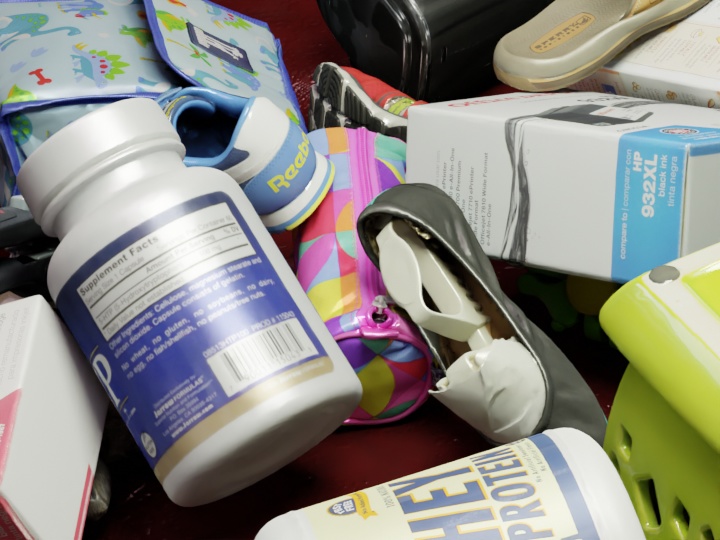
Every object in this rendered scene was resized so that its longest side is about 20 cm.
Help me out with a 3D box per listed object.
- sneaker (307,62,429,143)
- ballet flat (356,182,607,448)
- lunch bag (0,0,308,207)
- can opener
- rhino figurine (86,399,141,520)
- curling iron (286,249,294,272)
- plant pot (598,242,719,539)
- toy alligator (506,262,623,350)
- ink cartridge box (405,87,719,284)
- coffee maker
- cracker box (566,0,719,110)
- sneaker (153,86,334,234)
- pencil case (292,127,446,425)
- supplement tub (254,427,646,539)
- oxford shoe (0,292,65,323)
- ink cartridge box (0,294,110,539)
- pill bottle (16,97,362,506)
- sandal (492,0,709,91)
[{"bbox_3d":[0.034,-0.077,1.679,0.085,0.077,0.200,-5,25,-33],"label":"sneaker"},{"bbox_3d":[0.057,0.039,1.426,0.068,0.068,0.200,-5,53,-52],"label":"ballet flat"},{"bbox_3d":[-0.141,-0.109,1.726,0.200,0.128,0.170,-4,32,-10],"label":"lunch bag"},{"bbox_3d":[-0.201,-0.010,1.493,0.079,0.063,0.200,-8,0,27],"label":"can opener"},{"bbox_3d":[-0.137,0.079,1.499,0.087,0.060,0.200,7,44,25],"label":"rhino figurine"},{"bbox_3d":[-0.047,-0.003,1.618,0.200,0.026,0.050,-18,37,-9],"label":"curling iron"},{"bbox_3d":[0.233,0.082,1.274,0.200,0.182,0.199,-20,35,-14],"label":"plant pot"},{"bbox_3d":[0.133,0.017,1.511,0.200,0.054,0.059,7,12,26],"label":"toy alligator"},{"bbox_3d":[0.143,-0.048,1.479,0.200,0.084,0.145,11,15,43],"label":"ink cartridge box"},{"bbox_3d":[0.095,-0.189,1.744,0.200,0.135,0.192,-28,38,-22],"label":"coffee maker"},{"bbox_3d":[0.225,-0.135,1.585,0.134,0.058,0.200,-45,36,-23],"label":"cracker box"},{"bbox_3d":[-0.113,-0.071,1.557,0.200,0.082,0.074,-1,54,32],"label":"sneaker"},{"bbox_3d":[0.000,0.000,1.532,0.088,0.088,0.200,-11,41,2],"label":"pencil case"},{"bbox_3d":[0.033,0.167,1.244,0.200,0.145,0.145,-17,34,-7],"label":"supplement tub"},{"bbox_3d":[-0.171,0.011,1.611,0.200,0.070,0.075,-35,49,-17],"label":"oxford shoe"},{"bbox_3d":[-0.247,0.110,1.419,0.200,0.085,0.146,-16,41,21],"label":"ink cartridge box"},{"bbox_3d":[-0.098,0.014,1.423,0.120,0.120,0.200,-27,75,-20],"label":"pill bottle"},{"bbox_3d":[0.157,-0.176,1.581,0.200,0.054,0.080,-34,34,-22],"label":"sandal"}]
